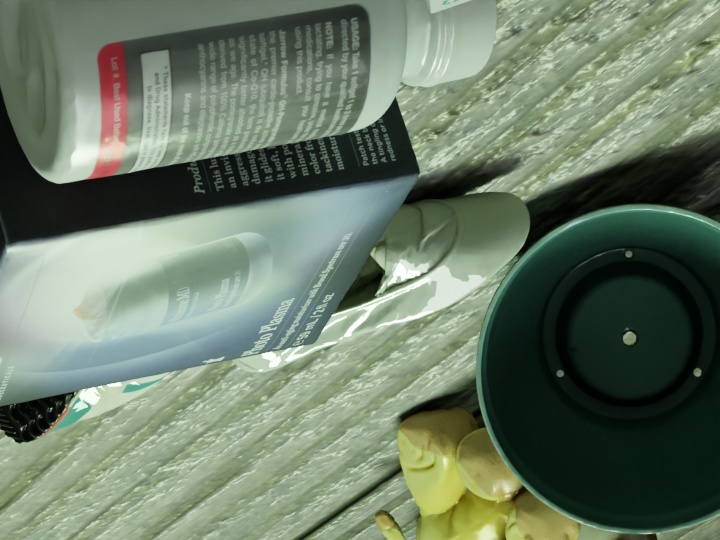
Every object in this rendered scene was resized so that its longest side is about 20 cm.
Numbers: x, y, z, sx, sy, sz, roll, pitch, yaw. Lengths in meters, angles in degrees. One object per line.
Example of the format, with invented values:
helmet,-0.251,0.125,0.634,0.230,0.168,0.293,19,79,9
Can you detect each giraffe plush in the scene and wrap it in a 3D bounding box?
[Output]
giraffe plush,0.126,0.164,2.007,0.162,0.173,0.200,-32,159,-34

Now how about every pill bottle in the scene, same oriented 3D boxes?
pill bottle,-0.048,-0.107,1.150,0.199,0.111,0.111,-11,159,-21

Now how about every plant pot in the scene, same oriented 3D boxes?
plant pot,0.170,0.050,1.695,0.199,0.201,0.134,-21,-172,5

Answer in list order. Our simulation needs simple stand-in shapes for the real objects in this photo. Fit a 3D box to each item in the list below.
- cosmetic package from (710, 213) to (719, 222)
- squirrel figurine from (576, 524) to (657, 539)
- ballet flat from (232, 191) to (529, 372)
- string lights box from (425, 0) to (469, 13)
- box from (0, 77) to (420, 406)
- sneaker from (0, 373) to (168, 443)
cosmetic package,0.345,0.031,1.800,0.199,0.166,0.165,-19,162,-1
squirrel figurine,0.144,0.236,2.218,0.186,0.142,0.200,-17,159,13
ballet flat,0.000,0.000,1.566,0.199,0.070,0.069,-24,160,15
string lights box,0.036,-0.194,0.861,0.102,0.201,0.059,-18,161,-1
box,-0.103,-0.035,1.278,0.198,0.124,0.200,-10,158,-20
sneaker,-0.123,0.027,1.528,0.200,0.071,0.093,-35,173,33
